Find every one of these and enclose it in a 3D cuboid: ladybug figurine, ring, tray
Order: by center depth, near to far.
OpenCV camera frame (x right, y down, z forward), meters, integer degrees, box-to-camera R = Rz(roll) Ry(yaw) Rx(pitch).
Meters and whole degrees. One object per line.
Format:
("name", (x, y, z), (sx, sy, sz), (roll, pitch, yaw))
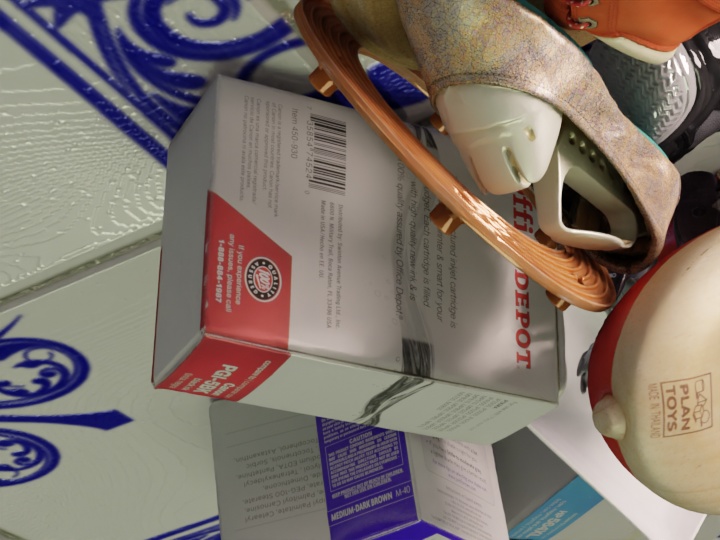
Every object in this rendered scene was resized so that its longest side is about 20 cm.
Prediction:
("ring", (0.042, -0.051, 0.740), (0.019, 0.201, 0.200), (-45, 138, 15))
("ladybug figurine", (0.176, 0.040, 0.750), (0.199, 0.137, 0.072), (-12, -166, -36))
("tray", (0.148, 0.079, 0.994), (0.200, 0.108, 0.022), (43, 152, -12))

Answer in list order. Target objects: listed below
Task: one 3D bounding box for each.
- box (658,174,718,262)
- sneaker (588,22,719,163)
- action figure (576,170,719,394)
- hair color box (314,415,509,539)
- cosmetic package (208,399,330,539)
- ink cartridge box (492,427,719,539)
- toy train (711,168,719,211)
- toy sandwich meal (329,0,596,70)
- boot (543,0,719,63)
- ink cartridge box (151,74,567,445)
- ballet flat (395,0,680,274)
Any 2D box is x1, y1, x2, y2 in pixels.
("box", (0.264, -0.015, 0.952), (0.095, 0.101, 0.200), (11, 144, -29))
("sneaker", (0.164, -0.085, 0.830), (0.113, 0.076, 0.200), (-21, 168, -13))
("action figure", (0.176, 0.034, 0.877), (0.129, 0.070, 0.200), (-14, 144, 15))
("hair color box", (0.023, 0.074, 0.935), (0.064, 0.202, 0.109), (-22, 147, 25))
("cosmetic package", (0.000, 0.195, 1.134), (0.165, 0.202, 0.168), (-13, 149, 8))
("ink cartridge box", (0.198, 0.109, 1.113), (0.198, 0.130, 0.125), (8, 146, -25))
("toy train", (0.244, -0.081, 0.804), (0.199, 0.034, 0.046), (-36, 169, -30))
("toy sandwich meal", (0.059, -0.164, 0.688), (0.203, 0.071, 0.206), (-16, 148, -10))
("boot", (0.096, -0.135, 0.622), (0.199, 0.076, 0.107), (14, 138, -45))
("ink cartridge box", (0.000, 0.000, 0.839), (0.198, 0.148, 0.083), (13, 151, -22))
("ballet flat", (0.081, -0.055, 0.697), (0.068, 0.068, 0.199), (-6, 152, 42))
